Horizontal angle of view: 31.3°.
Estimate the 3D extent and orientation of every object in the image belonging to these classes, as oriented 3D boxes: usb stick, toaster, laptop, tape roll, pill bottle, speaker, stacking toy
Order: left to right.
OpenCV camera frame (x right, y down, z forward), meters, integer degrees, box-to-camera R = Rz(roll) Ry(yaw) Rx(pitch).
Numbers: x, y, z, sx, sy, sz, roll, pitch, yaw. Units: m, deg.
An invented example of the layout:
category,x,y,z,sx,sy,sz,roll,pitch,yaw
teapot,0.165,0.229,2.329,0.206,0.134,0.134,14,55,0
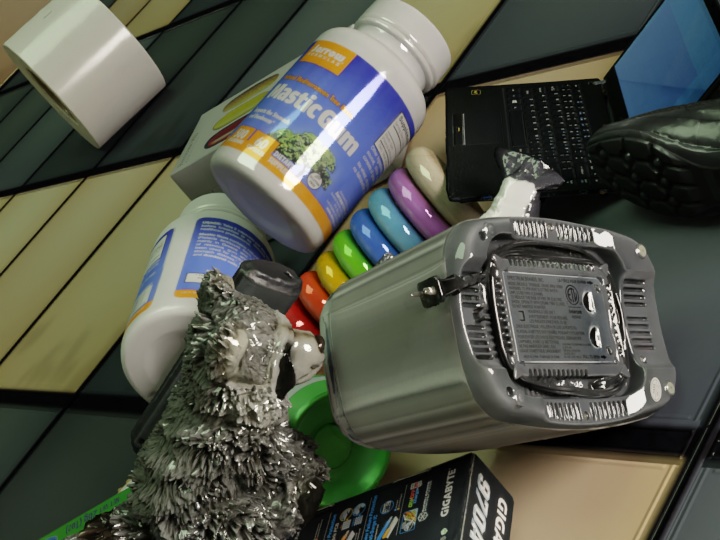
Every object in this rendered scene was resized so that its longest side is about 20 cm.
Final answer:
category,x,y,z,sx,sy,sz,roll,pitch,yaw
tape roll,-0.400,-0.298,1.870,0.139,0.203,0.202,-44,25,-10
pill bottle,-0.129,0.020,1.081,0.112,0.112,0.201,-30,26,21
usb stick,-0.111,0.071,0.968,0.200,0.055,0.033,-54,41,27
speaker,-0.057,0.105,0.857,0.089,0.089,0.200,-49,21,-18
pill bottle,-0.018,-0.123,1.040,0.200,0.112,0.112,-51,27,-15
stacking toy,0.000,0.000,0.980,0.200,0.085,0.086,-41,24,11
toaster,0.067,0.041,0.700,0.129,0.199,0.115,-24,71,44
laptop,0.158,-0.141,0.937,0.198,0.104,0.178,-3,33,5

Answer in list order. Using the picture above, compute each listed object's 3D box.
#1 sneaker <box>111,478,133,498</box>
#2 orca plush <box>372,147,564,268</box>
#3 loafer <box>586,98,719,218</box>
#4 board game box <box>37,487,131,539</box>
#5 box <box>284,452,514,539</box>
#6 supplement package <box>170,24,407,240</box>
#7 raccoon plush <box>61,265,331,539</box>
category,x,y,z,sx,sy,sz,roll,pitch,yaw
sneaker,-0.146,0.219,0.842,0.090,0.075,0.201,0,52,42
orca plush,0.062,0.013,0.870,0.071,0.104,0.201,46,-116,-78
loafer,0.228,-0.073,0.790,0.070,0.068,0.200,-44,29,-26
board game box,-0.132,0.205,0.731,0.152,0.040,0.200,-31,30,8
box,-0.003,0.204,0.682,0.158,0.046,0.201,-26,29,29
supplement package,-0.062,-0.121,1.216,0.199,0.110,0.114,-26,28,29
raccoon plush,-0.103,0.095,0.678,0.199,0.135,0.097,-35,39,-14
